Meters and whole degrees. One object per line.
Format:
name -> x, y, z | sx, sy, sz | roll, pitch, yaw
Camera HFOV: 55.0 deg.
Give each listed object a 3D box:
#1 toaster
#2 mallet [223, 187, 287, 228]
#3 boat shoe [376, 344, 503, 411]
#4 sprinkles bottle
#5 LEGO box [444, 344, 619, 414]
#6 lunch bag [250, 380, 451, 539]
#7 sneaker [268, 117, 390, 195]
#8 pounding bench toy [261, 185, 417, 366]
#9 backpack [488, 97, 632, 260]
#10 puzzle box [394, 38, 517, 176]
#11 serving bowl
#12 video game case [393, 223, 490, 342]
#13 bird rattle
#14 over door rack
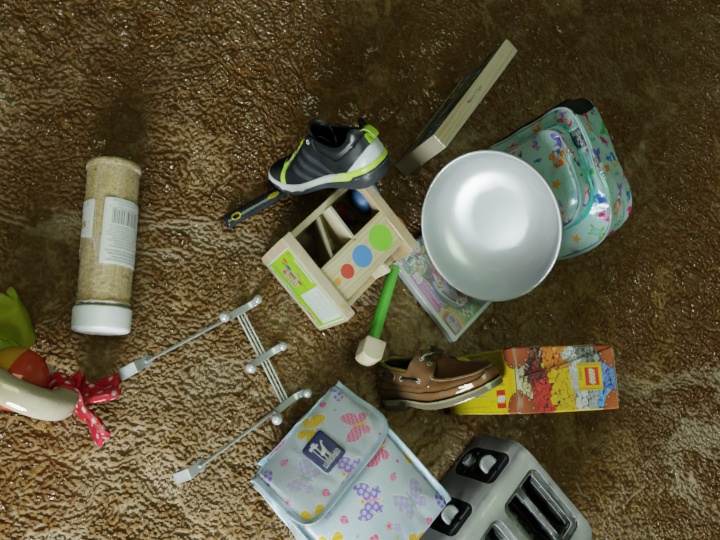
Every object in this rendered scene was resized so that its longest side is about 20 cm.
toaster -> 0.184, 0.351, 0.906 | 0.181, 0.118, 0.201 | -43, 96, -21
mallet -> -0.100, -0.122, 0.936 | 0.196, 0.041, 0.067 | -24, 88, -18
boat shoe -> 0.088, 0.132, 0.869 | 0.071, 0.197, 0.070 | -17, 87, -45
sprinkles bottle -> -0.301, -0.028, 0.824 | 0.066, 0.068, 0.207 | 5, 78, -19
LEGO box -> 0.214, 0.148, 0.912 | 0.144, 0.200, 0.080 | 1, 78, -19
lunch bag -> -0.017, 0.267, 0.846 | 0.169, 0.127, 0.201 | -41, 88, -24
sneaker -> -0.046, -0.149, 0.844 | 0.072, 0.196, 0.084 | -53, 127, -35
pounding bench toy -> 0.000, 0.000, 0.900 | 0.156, 0.124, 0.201 | -42, 96, -22
backpack -> 0.284, -0.120, 0.995 | 0.149, 0.176, 0.204 | -33, 96, -42
puzzle box -> 0.135, -0.231, 0.990 | 0.025, 0.133, 0.202 | 40, 68, -9
serving bowl -> 0.184, -0.065, 0.947 | 0.065, 0.197, 0.204 | -28, 89, -57
video game case -> 0.155, -0.017, 1.019 | 0.199, 0.018, 0.144 | -42, 95, -22
bird rattle -> -0.354, 0.122, 0.735 | 0.199, 0.163, 0.113 | 41, 87, 1
over door rack -> -0.162, 0.134, 0.826 | 0.198, 0.066, 0.151 | -29, 90, -37
